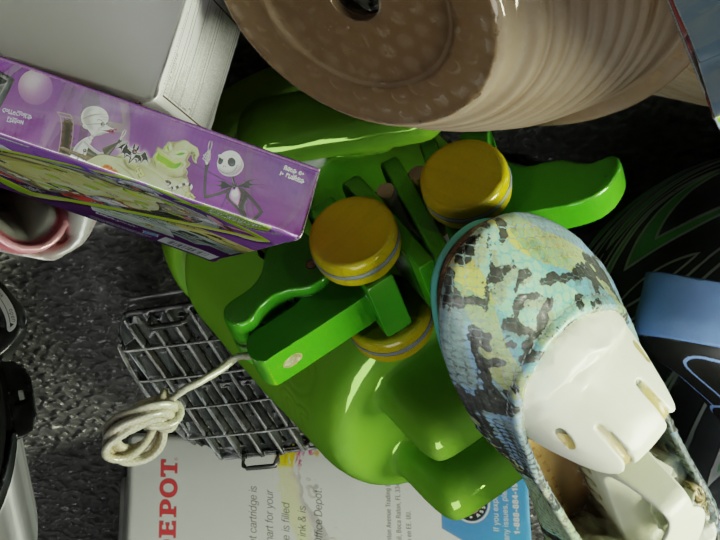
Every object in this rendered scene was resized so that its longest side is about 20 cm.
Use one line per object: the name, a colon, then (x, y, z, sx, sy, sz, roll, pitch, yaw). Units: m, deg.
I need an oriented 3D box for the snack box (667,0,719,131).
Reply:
snack box: (0.197, -0.069, 0.806, 0.168, 0.068, 0.200, -22, 155, 11)

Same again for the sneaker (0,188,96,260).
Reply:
sneaker: (-0.154, -0.038, 0.976, 0.075, 0.105, 0.200, 18, 143, -30)

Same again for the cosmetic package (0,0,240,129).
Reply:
cosmetic package: (-0.145, -0.096, 0.852, 0.199, 0.051, 0.083, 17, 174, 10)

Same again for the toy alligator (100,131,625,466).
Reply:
toy alligator: (-0.007, -0.001, 0.870, 0.199, 0.054, 0.059, -27, 142, -3)

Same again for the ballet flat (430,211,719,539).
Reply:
ballet flat: (0.084, 0.054, 0.880, 0.074, 0.075, 0.200, -13, 143, 16)

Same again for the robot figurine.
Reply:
robot figurine: (0.000, 0.000, 0.974, 0.116, 0.200, 0.176, -36, 145, -12)

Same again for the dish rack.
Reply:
dish rack: (-0.001, 0.028, 1.130, 0.199, 0.055, 0.154, -9, 144, 14)

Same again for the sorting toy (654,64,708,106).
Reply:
sorting toy: (0.171, -0.137, 0.872, 0.199, 0.070, 0.199, 11, 144, -18)

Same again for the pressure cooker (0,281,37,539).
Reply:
pressure cooker: (-0.224, 0.084, 1.081, 0.178, 0.177, 0.200, 4, 155, 0)

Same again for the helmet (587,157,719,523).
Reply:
helmet: (0.162, 0.052, 1.040, 0.190, 0.201, 0.200, 6, 146, -18)

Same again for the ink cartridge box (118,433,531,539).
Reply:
ink cartridge box: (-0.023, 0.180, 1.272, 0.199, 0.147, 0.146, 3, 147, -6)

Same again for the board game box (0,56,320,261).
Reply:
board game box: (-0.122, -0.049, 0.835, 0.199, 0.032, 0.120, 19, 176, -15)

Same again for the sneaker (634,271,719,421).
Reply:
sneaker: (0.176, 0.069, 0.915, 0.199, 0.078, 0.070, 26, 173, -16)

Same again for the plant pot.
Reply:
plant pot: (0.016, -0.112, 0.808, 0.200, 0.093, 0.201, 20, 139, 18)
